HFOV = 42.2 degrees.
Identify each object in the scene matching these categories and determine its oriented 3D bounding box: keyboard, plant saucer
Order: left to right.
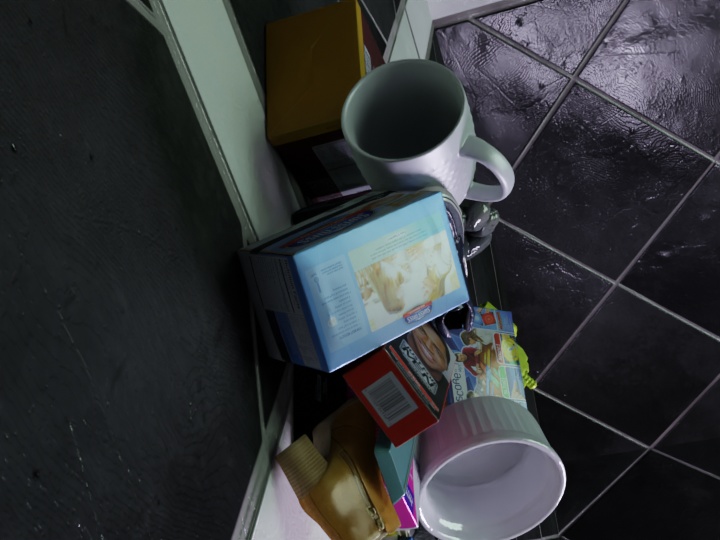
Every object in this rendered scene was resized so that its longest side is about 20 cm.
[{"bbox_3d":[-0.053,0.152,1.131,0.104,0.040,0.201,30,47,-39],"label":"keyboard"},{"bbox_3d":[0.047,0.186,1.081,0.200,0.019,0.070,-67,141,-69],"label":"plant saucer"}]

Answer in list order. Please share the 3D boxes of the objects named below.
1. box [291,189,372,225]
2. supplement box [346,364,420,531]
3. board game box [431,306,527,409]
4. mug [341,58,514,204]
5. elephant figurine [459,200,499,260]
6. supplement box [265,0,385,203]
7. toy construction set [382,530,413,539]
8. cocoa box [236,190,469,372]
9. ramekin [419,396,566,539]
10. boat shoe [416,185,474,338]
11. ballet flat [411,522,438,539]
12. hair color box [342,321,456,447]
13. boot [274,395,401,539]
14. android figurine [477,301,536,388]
[{"bbox_3d":[0.000,0.000,1.246,0.106,0.122,0.201,-38,115,-73],"label":"box"},{"bbox_3d":[0.015,0.219,1.175,0.201,0.103,0.101,-83,156,-47],"label":"supplement box"},{"bbox_3d":[0.170,0.148,1.348,0.135,0.034,0.201,9,60,-26],"label":"board game box"},{"bbox_3d":[0.091,-0.136,1.121,0.148,0.199,0.176,-61,154,-19],"label":"mug"},{"bbox_3d":[0.095,-0.101,1.354,0.200,0.155,0.142,47,-22,26],"label":"elephant figurine"},{"bbox_3d":[-0.031,-0.220,1.285,0.200,0.132,0.198,55,26,-56],"label":"supplement box"},{"bbox_3d":[0.064,0.375,1.276,0.201,0.092,0.131,65,16,-6],"label":"toy construction set"},{"bbox_3d":[-0.006,0.005,1.011,0.199,0.131,0.134,-25,106,-29],"label":"cocoa box"},{"bbox_3d":[0.162,0.261,1.236,0.098,0.199,0.201,-105,174,-53],"label":"ramekin"},{"bbox_3d":[0.102,-0.005,1.108,0.200,0.074,0.093,73,-3,-51],"label":"boat shoe"},{"bbox_3d":[0.115,0.419,1.477,0.200,0.056,0.067,-34,112,-74],"label":"ballet flat"},{"bbox_3d":[0.050,0.109,1.065,0.102,0.061,0.200,53,17,-6],"label":"hair color box"},{"bbox_3d":[0.002,0.223,1.040,0.144,0.071,0.201,53,38,5],"label":"boot"},{"bbox_3d":[0.180,0.130,1.421,0.200,0.041,0.182,41,50,4],"label":"android figurine"}]
